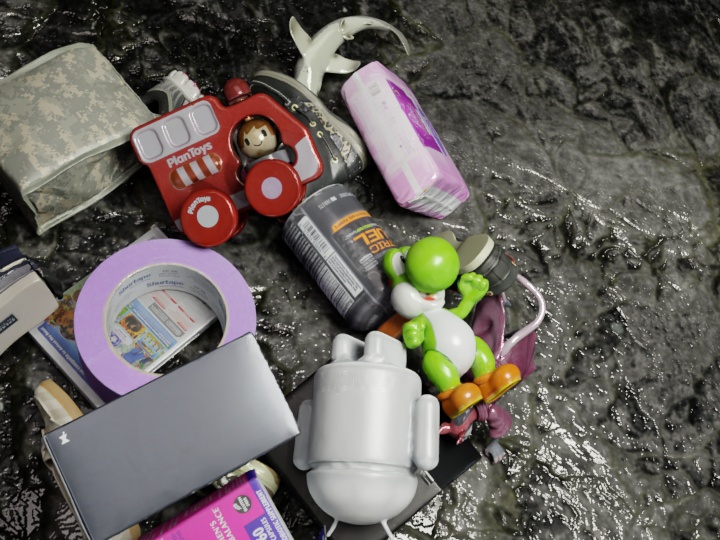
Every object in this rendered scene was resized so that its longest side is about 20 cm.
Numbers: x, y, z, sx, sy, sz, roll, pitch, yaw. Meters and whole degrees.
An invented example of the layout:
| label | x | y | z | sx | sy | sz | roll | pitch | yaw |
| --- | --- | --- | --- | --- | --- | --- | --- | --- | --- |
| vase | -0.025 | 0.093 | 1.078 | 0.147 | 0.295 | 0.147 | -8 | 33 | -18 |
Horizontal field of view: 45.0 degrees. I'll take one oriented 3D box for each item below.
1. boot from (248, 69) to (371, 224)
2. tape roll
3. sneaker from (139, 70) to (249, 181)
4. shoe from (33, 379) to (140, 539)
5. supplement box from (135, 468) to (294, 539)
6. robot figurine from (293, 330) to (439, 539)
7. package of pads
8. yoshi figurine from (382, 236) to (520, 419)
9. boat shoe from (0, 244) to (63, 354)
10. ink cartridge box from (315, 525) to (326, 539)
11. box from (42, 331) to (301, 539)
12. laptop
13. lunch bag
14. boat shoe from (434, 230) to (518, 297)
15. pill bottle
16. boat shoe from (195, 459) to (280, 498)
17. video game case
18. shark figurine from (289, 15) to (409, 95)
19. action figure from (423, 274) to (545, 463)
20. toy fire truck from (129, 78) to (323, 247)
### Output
| label | x | y | z | sx | sy | sz | roll | pitch | yaw |
| --- | --- | --- | --- | --- | --- | --- | --- | --- | --- |
| boot | -0.104 | -0.164 | 1.151 | 0.203 | 0.074 | 0.154 | 39 | 64 | 9 |
| tape roll | -0.219 | 0.067 | 0.986 | 0.198 | 0.066 | 0.202 | 5 | 61 | -9 |
| sneaker | -0.221 | -0.175 | 1.133 | 0.087 | 0.074 | 0.200 | -32 | 68 | -25 |
| shoe | -0.300 | 0.205 | 0.911 | 0.053 | 0.070 | 0.201 | -25 | 72 | -32 |
| supplement box | -0.165 | 0.292 | 0.845 | 0.199 | 0.103 | 0.102 | -30 | 88 | -11 |
| robot figurine | 0.004 | 0.166 | 0.881 | 0.113 | 0.168 | 0.202 | 26 | 61 | -51 |
| package of pads | 0.058 | -0.170 | 1.159 | 0.075 | 0.120 | 0.201 | -34 | 69 | 19 |
| yoshi figurine | 0.092 | 0.047 | 0.937 | 0.111 | 0.112 | 0.201 | -34 | 71 | 11 |
| boat shoe | -0.436 | 0.054 | 0.974 | 0.199 | 0.075 | 0.093 | -36 | 49 | -19 |
| ink cartridge box | -0.051 | 0.366 | 0.864 | 0.037 | 0.095 | 0.202 | 4 | 61 | -9 |
| box | -0.175 | 0.159 | 0.820 | 0.199 | 0.182 | 0.105 | -27 | 83 | -16 |
| laptop | 0.010 | 0.198 | 0.991 | 0.199 | 0.116 | 0.188 | -38 | 74 | -9 |
| lunch bag | -0.361 | -0.173 | 1.075 | 0.199 | 0.118 | 0.164 | -36 | 74 | -21 |
| boat shoe | 0.119 | -0.005 | 1.059 | 0.063 | 0.201 | 0.074 | 42 | 78 | -18 |
| pill bottle | 0.000 | 0.000 | 1.066 | 0.106 | 0.106 | 0.201 | -32 | 73 | -25 |
| boat shoe | -0.185 | 0.212 | 0.932 | 0.199 | 0.072 | 0.066 | 24 | 55 | -4 |
| video game case | -0.273 | 0.053 | 1.029 | 0.143 | 0.018 | 0.200 | 43 | 62 | 11 |
| shark figurine | -0.036 | -0.326 | 1.254 | 0.214 | 0.089 | 0.129 | -36 | 108 | -18 |
| action figure | 0.155 | 0.127 | 1.015 | 0.133 | 0.149 | 0.200 | 36 | 47 | 2 |
| toy fire truck | -0.154 | -0.131 | 1.028 | 0.198 | 0.112 | 0.169 | -24 | 97 | 4 |
